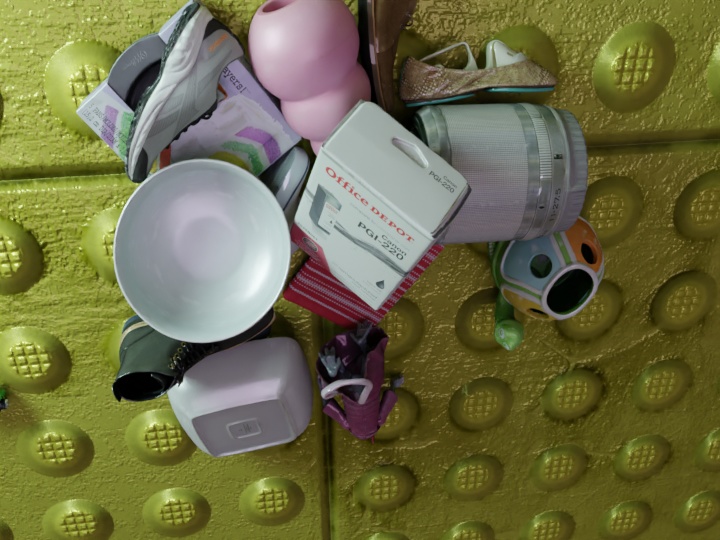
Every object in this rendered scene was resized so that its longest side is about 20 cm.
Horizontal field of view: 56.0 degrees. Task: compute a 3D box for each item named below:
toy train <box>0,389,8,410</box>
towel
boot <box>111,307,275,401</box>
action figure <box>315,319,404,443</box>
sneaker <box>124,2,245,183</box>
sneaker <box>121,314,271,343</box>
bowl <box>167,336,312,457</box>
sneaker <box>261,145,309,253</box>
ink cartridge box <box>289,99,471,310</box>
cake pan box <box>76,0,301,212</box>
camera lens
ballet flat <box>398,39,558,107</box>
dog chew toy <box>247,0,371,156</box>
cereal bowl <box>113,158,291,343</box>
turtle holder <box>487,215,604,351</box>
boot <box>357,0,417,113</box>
[{"bbox_3d":[-0.586,0.179,0.925,0.195,0.042,0.058,-5,109,-6],"label":"toy train"},{"bbox_3d":[0.000,0.000,0.907,0.143,0.023,0.201,27,124,-21],"label":"towel"},{"bbox_3d":[-0.193,0.095,0.810,0.196,0.139,0.079,-19,113,-5],"label":"boot"},{"bbox_3d":[0.008,0.179,0.959,0.131,0.150,0.204,-12,122,-4],"label":"action figure"},{"bbox_3d":[-0.192,-0.174,0.719,0.078,0.074,0.202,26,112,-27],"label":"sneaker"},{"bbox_3d":[-0.215,0.061,0.903,0.195,0.071,0.084,1,124,-19],"label":"sneaker"},{"bbox_3d":[-0.163,0.190,0.947,0.195,0.076,0.202,-11,141,-3],"label":"bowl"},{"bbox_3d":[-0.101,-0.064,0.859,0.069,0.074,0.202,14,125,-26],"label":"sneaker"},{"bbox_3d":[0.012,-0.061,0.732,0.145,0.085,0.201,38,151,2],"label":"ink cartridge box"},{"bbox_3d":[-0.195,-0.178,0.785,0.183,0.053,0.201,-36,119,9],"label":"cake pan box"},{"bbox_3d":[0.149,-0.116,0.811,0.195,0.161,0.163,-3,120,-8],"label":"camera lens"},{"bbox_3d":[0.140,-0.237,0.800,0.195,0.071,0.067,-9,106,-9],"label":"ballet flat"},{"bbox_3d":[-0.043,-0.205,0.755,0.122,0.126,0.202,-24,124,5],"label":"dog chew toy"},{"bbox_3d":[-0.178,-0.024,0.781,0.195,0.083,0.206,-1,96,-9],"label":"cereal bowl"},{"bbox_3d":[0.239,0.006,0.910,0.183,0.133,0.142,-30,120,8],"label":"turtle holder"},{"bbox_3d":[0.033,-0.274,0.760,0.074,0.074,0.204,-11,117,-11],"label":"boot"}]
